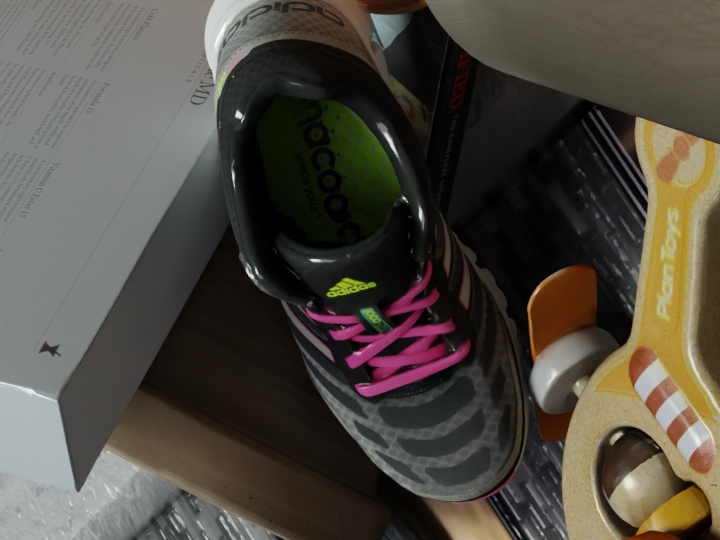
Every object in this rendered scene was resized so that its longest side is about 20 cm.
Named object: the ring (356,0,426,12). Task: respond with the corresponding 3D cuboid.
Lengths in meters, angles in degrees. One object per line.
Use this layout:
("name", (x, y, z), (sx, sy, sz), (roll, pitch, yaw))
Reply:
("ring", (-0.044, -0.161, 0.870), (0.200, 0.019, 0.201), (35, 161, 14))

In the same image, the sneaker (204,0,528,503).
("sneaker", (0.000, 0.000, 0.886), (0.087, 0.074, 0.200), (-83, -27, -69))

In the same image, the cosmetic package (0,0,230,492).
("cosmetic package", (-0.126, -0.026, 0.922), (0.150, 0.200, 0.052), (11, 137, 18))

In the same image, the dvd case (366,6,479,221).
("dvd case", (-0.013, -0.100, 0.974), (0.146, 0.022, 0.200), (41, 142, 29))

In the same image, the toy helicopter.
("toy helicopter", (0.100, 0.026, 0.886), (0.132, 0.079, 0.200), (32, 127, 50))

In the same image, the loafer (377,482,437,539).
("loafer", (0.018, 0.168, 1.078), (0.201, 0.070, 0.068), (60, 147, 5))

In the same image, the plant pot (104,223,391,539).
("plant pot", (-0.067, 0.026, 1.000), (0.201, 0.093, 0.201), (27, 178, 1))

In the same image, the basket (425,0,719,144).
("basket", (0.112, -0.100, 0.710), (0.200, 0.136, 0.181), (14, 129, 53))
